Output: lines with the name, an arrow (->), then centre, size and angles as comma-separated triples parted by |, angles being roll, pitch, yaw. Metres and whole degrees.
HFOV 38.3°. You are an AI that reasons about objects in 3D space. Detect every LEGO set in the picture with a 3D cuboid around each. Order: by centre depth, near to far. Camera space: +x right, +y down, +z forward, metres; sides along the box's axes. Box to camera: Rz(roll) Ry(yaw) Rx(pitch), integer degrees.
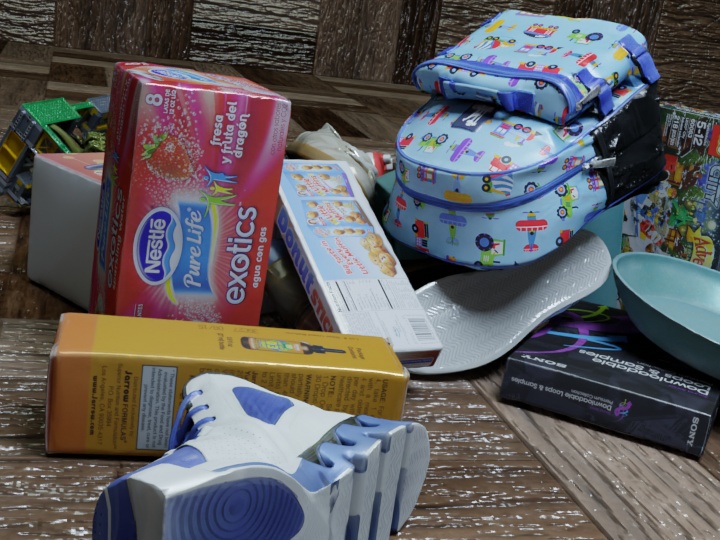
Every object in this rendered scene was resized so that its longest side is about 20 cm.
LEGO set -> -0.278, -0.094, 1.049 | 0.154, 0.116, 0.200 | 42, 30, 1

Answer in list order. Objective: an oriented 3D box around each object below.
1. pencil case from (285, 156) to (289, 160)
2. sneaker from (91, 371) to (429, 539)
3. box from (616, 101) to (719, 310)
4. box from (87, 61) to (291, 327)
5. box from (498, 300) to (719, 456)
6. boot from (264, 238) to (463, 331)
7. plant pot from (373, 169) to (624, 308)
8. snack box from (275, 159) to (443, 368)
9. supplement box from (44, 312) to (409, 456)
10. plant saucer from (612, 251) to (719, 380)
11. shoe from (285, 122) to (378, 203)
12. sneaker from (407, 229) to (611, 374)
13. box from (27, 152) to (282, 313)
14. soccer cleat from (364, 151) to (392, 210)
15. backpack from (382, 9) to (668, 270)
pencil case -> -0.103, -0.082, 1.017 | 0.200, 0.087, 0.078 | 48, 6, 38
sneaker -> -0.063, 0.103, 0.494 | 0.115, 0.081, 0.199 | 13, 9, 32
box -> 0.279, -0.046, 0.932 | 0.038, 0.200, 0.137 | -7, 21, -36
box -> -0.116, -0.025, 0.668 | 0.095, 0.200, 0.100 | 3, 16, -24
box -> 0.203, 0.073, 0.785 | 0.143, 0.036, 0.200 | 14, 18, 22
boot -> 0.000, 0.000, 0.826 | 0.097, 0.075, 0.200 | 41, 31, 24
plant pot -> 0.118, -0.040, 0.957 | 0.200, 0.141, 0.141 | -4, 18, -13
snack box -> -0.012, -0.010, 0.753 | 0.072, 0.024, 0.200 | -2, 46, -27
supplement box -> -0.077, 0.070, 0.604 | 0.200, 0.069, 0.067 | 3, 17, -11
plant saucer -> 0.280, 0.045, 0.790 | 0.200, 0.036, 0.200 | 17, 21, -7
shoe -> -0.022, -0.101, 0.941 | 0.053, 0.070, 0.200 | -39, 22, -3
sneaker -> 0.092, 0.036, 0.822 | 0.200, 0.074, 0.116 | -21, -6, -20
box -> -0.144, -0.032, 0.851 | 0.152, 0.106, 0.200 | 22, 21, 40
soccer cleat -> -0.013, -0.074, 1.063 | 0.085, 0.069, 0.200 | -3, -7, -6
backpack -> 0.109, -0.095, 0.788 | 0.200, 0.135, 0.183 | -36, 40, -29
